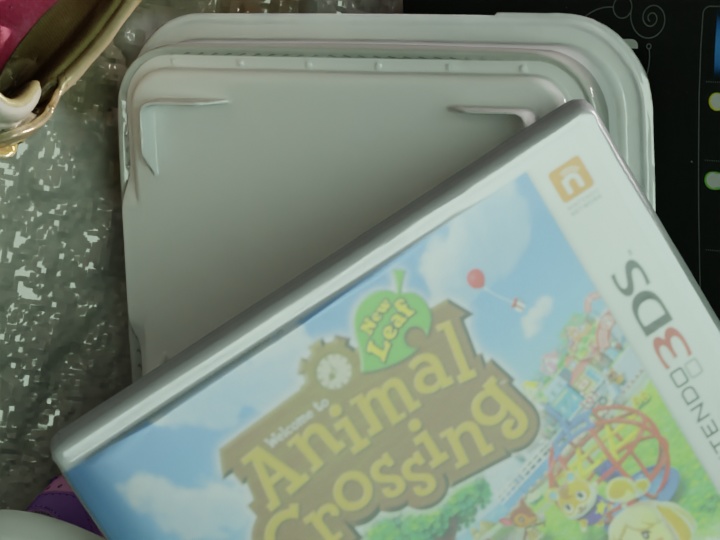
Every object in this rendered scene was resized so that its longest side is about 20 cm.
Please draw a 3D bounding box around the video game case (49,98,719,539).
[{"bbox_3d":[0.033,0.074,0.783,0.200,0.022,0.182,-33,104,-3],"label":"video game case"}]

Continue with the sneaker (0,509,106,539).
[{"bbox_3d":[-0.068,0.164,0.793,0.073,0.085,0.200,-37,101,28],"label":"sneaker"}]

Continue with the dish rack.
[{"bbox_3d":[0.000,0.000,0.838,0.044,0.200,0.172,-23,114,-60],"label":"dish rack"}]

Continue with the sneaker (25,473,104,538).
[{"bbox_3d":[-0.082,0.149,0.885,0.088,0.081,0.200,9,118,15],"label":"sneaker"}]

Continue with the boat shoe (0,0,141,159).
[{"bbox_3d":[-0.130,-0.071,0.806,0.200,0.069,0.074,-51,131,6],"label":"boat shoe"}]

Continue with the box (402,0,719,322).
[{"bbox_3d":[0.135,-0.044,0.868,0.148,0.200,0.125,-11,103,-50],"label":"box"}]
